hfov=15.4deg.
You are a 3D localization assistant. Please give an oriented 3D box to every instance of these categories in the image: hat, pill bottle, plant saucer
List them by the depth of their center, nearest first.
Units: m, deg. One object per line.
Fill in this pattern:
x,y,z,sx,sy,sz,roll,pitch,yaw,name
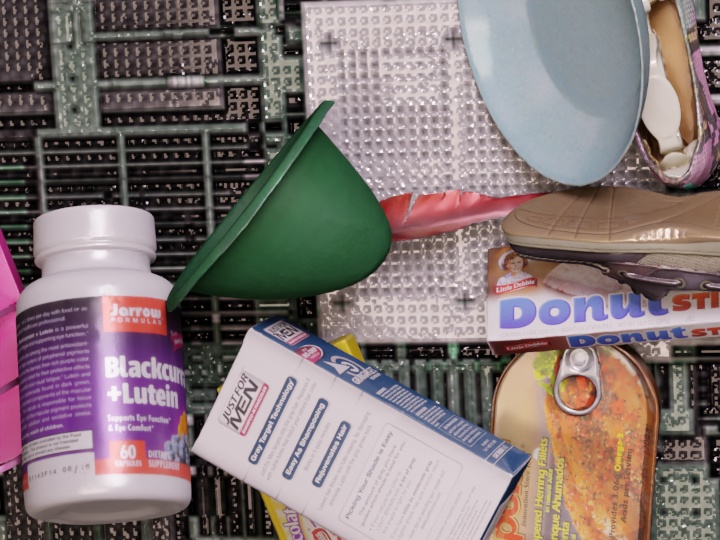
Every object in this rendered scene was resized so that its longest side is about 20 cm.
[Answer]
0.131,-0.155,1.680,0.039,0.201,0.201,-17,97,-29,plant saucer
0.000,0.000,1.726,0.176,0.166,0.200,38,118,-6,hat
-0.173,0.063,1.771,0.111,0.111,0.200,-8,76,13,pill bottle

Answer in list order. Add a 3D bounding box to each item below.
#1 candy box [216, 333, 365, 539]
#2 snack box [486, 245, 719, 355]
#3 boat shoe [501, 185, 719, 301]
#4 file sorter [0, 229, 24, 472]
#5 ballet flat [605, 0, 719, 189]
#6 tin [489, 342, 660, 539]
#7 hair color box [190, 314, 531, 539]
-0.014,0.153,1.815,0.102,0.026,0.200,-22,94,18,candy box
0.182,0.012,1.732,0.200,0.024,0.072,-5,61,13,snack box
0.189,-0.012,1.689,0.200,0.072,0.065,0,121,19,boat shoe
-0.306,0.054,1.810,0.139,0.125,0.200,-20,95,15,file sorter
0.183,-0.146,1.700,0.069,0.071,0.200,-18,95,13,ballet flat
0.141,0.137,1.774,0.112,0.042,0.200,5,100,7,tin
0.001,0.121,1.758,0.200,0.061,0.100,29,106,10,hair color box
